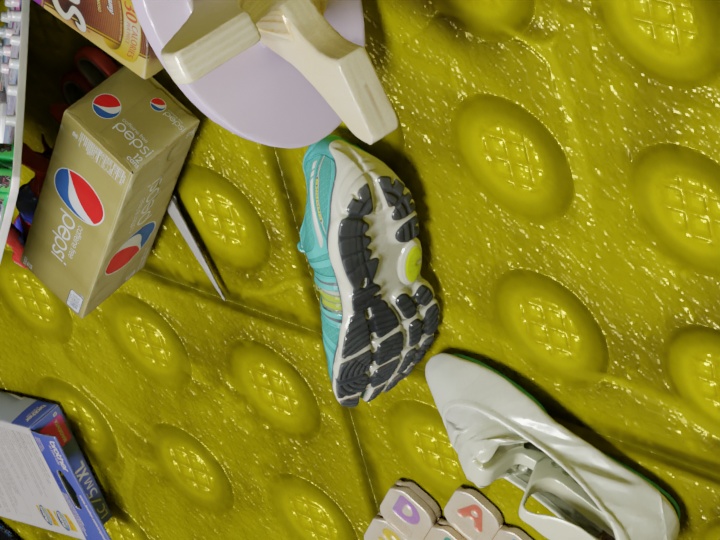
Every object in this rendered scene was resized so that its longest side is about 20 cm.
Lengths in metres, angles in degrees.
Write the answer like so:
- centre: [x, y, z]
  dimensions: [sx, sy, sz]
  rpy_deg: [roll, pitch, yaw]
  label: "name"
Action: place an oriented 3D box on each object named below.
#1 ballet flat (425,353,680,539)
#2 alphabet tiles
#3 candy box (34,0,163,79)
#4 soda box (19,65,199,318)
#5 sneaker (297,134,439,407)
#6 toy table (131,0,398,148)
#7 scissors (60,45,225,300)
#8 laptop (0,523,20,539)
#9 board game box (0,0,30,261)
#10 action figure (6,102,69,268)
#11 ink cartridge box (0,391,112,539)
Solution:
- centre: [0.107, 0.123, 1.632]
  dimensions: [0.200, 0.069, 0.070]
  rpy_deg: [34, 145, 21]
  label: "ballet flat"
- centre: [0.087, 0.233, 1.821]
  dimensions: [0.200, 0.015, 0.196]
  rpy_deg: [42, 147, 10]
  label: "alphabet tiles"
- centre: [-0.187, -0.222, 1.619]
  dimensions: [0.200, 0.056, 0.117]
  rpy_deg: [34, 145, 17]
  label: "candy box"
- centre: [-0.170, -0.052, 1.744]
  dimensions: [0.064, 0.068, 0.200]
  rpy_deg: [43, 148, 9]
  label: "soda box"
- centre: [0.000, 0.000, 1.641]
  dimensions: [0.080, 0.077, 0.201]
  rpy_deg: [45, 148, 42]
  label: "sneaker"
- centre: [-0.044, -0.157, 1.431]
  dimensions: [0.200, 0.184, 0.117]
  rpy_deg: [52, 165, -23]
  label: "toy table"
- centre: [-0.138, -0.065, 1.766]
  dimensions: [0.200, 0.014, 0.073]
  rpy_deg: [55, 146, -8]
  label: "scissors"
- centre: [-0.409, 0.260, 2.346]
  dimensions: [0.200, 0.103, 0.178]
  rpy_deg: [39, 147, 12]
  label: "laptop"
- centre: [-0.248, -0.087, 1.727]
  dimensions: [0.026, 0.201, 0.200]
  rpy_deg: [7, 148, -13]
  label: "board game box"
- centre: [-0.226, -0.052, 1.825]
  dimensions: [0.052, 0.065, 0.200]
  rpy_deg: [37, 155, 9]
  label: "action figure"
- centre: [-0.279, 0.156, 2.143]
  dimensions: [0.199, 0.042, 0.120]
  rpy_deg: [11, 132, 47]
  label: "ink cartridge box"
